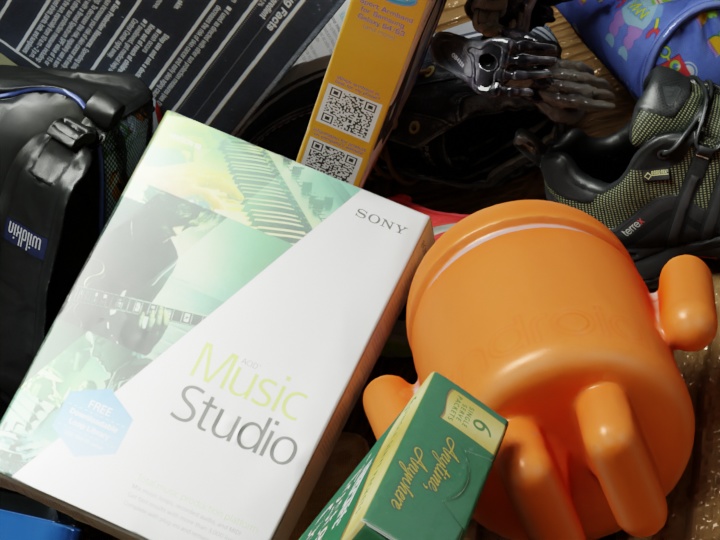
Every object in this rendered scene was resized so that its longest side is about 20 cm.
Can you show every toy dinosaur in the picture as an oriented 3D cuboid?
[{"bbox_3d":[-0.041,0.113,1.232,0.101,0.058,0.200,-18,36,19],"label":"toy dinosaur"}]

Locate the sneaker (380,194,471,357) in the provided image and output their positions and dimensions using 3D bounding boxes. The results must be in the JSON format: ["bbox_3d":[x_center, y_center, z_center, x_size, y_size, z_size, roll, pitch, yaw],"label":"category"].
[{"bbox_3d":[0.000,0.000,1.332,0.200,0.077,0.085,1,48,25],"label":"sneaker"}]

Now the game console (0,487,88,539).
[{"bbox_3d":[-0.183,0.141,1.348,0.200,0.118,0.171,7,19,43],"label":"game console"}]

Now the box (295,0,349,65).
[{"bbox_3d":[-0.049,-0.091,1.504,0.200,0.049,0.082,-31,34,3],"label":"box"}]

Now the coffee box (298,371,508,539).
[{"bbox_3d":[-0.018,0.144,1.076,0.200,0.044,0.123,-52,4,33],"label":"coffee box"}]

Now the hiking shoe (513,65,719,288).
[{"bbox_3d":[0.174,-0.052,1.227,0.200,0.101,0.076,-16,39,25],"label":"hiking shoe"}]

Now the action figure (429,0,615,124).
[{"bbox_3d":[0.095,-0.133,1.290,0.102,0.119,0.200,15,15,7],"label":"action figure"}]

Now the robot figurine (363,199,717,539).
[{"bbox_3d":[0.085,0.044,1.167,0.144,0.117,0.200,-57,26,25],"label":"robot figurine"}]

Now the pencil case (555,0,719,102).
[{"bbox_3d":[0.156,-0.146,1.380,0.087,0.078,0.200,-45,33,11],"label":"pencil case"}]

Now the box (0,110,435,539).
[{"bbox_3d":[-0.070,0.037,1.215,0.144,0.036,0.200,22,72,13],"label":"box"}]

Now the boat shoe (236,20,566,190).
[{"bbox_3d":[0.016,-0.077,1.409,0.200,0.071,0.091,-20,34,12],"label":"boat shoe"}]

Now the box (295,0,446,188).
[{"bbox_3d":[0.020,-0.131,1.274,0.041,0.200,0.119,25,48,1],"label":"box"}]

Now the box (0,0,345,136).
[{"bbox_3d":[-0.106,-0.181,1.340,0.200,0.198,0.123,-45,11,51],"label":"box"}]

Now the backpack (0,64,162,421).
[{"bbox_3d":[-0.186,-0.012,1.328,0.200,0.191,0.154,6,13,24],"label":"backpack"}]

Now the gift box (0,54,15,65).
[{"bbox_3d":[-0.294,-0.177,1.689,0.184,0.187,0.200,-9,41,31],"label":"gift box"}]
